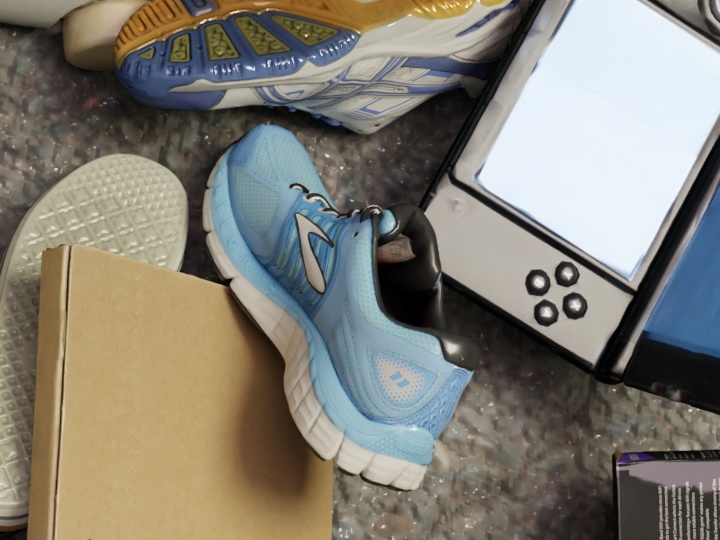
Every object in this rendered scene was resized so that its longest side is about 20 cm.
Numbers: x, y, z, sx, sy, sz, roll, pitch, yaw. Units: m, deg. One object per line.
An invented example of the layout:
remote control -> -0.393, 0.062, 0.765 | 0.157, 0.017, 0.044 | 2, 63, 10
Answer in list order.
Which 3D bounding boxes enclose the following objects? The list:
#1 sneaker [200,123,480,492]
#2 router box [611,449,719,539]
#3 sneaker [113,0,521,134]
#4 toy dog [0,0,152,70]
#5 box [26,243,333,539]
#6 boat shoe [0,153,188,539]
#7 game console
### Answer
sneaker -> 0.000, 0.000, 0.970 | 0.078, 0.090, 0.201 | 19, 30, -42
router box -> 0.190, 0.178, 0.975 | 0.156, 0.052, 0.202 | -1, 90, 4
sneaker -> -0.016, -0.093, 1.028 | 0.198, 0.089, 0.076 | -12, 49, -18
toy dog -> -0.169, -0.142, 1.007 | 0.199, 0.096, 0.133 | -23, 80, -17
box -> -0.073, 0.103, 0.957 | 0.163, 0.021, 0.202 | 18, 67, -44
boat shoe -> -0.133, 0.032, 0.988 | 0.074, 0.062, 0.201 | 22, 56, -3
game console -> 0.143, -0.055, 0.965 | 0.172, 0.119, 0.201 | 31, 78, -7
